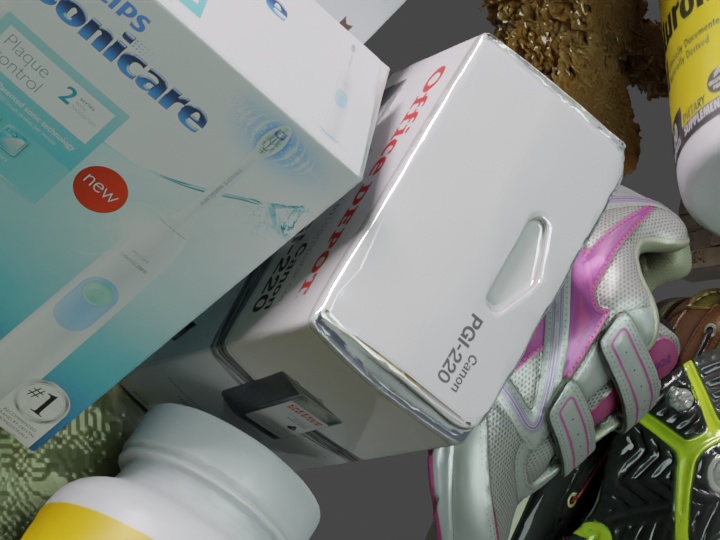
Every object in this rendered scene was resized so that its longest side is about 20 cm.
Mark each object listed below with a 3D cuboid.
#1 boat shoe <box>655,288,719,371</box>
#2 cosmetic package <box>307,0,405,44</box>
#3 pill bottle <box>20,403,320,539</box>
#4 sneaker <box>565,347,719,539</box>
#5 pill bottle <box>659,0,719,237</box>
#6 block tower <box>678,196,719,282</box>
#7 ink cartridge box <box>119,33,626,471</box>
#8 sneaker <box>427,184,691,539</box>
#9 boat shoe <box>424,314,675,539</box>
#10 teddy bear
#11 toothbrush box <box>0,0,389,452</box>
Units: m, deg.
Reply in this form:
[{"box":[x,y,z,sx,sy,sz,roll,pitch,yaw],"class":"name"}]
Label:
[{"box":[0.150,0.105,1.260,0.072,0.068,0.201,13,78,-28],"class":"boat shoe"},{"box":[-0.001,-0.160,1.161,0.200,0.150,0.052,-47,116,-26],"class":"cosmetic package"},{"box":[-0.102,0.157,1.088,0.112,0.112,0.200,41,65,-18],"class":"pill bottle"},{"box":[0.134,0.113,1.202,0.075,0.076,0.200,40,85,23],"class":"sneaker"},{"box":[0.188,-0.120,1.222,0.111,0.111,0.201,17,54,-26],"class":"pill bottle"},{"box":[0.199,-0.089,1.321,0.058,0.054,0.201,18,75,-25],"class":"block tower"},{"box":[0.000,0.000,1.114,0.085,0.200,0.146,39,67,-19],"class":"ink cartridge box"},{"box":[0.085,0.040,1.152,0.088,0.081,0.201,15,68,14],"class":"sneaker"},{"box":[0.081,0.093,1.220,0.063,0.074,0.202,35,68,-21],"class":"boat shoe"},{"box":[0.097,-0.133,1.272,0.145,0.067,0.201,11,73,-39],"class":"teddy bear"},{"box":[-0.110,-0.047,1.056,0.146,0.200,0.085,41,30,-19],"class":"toothbrush box"}]
